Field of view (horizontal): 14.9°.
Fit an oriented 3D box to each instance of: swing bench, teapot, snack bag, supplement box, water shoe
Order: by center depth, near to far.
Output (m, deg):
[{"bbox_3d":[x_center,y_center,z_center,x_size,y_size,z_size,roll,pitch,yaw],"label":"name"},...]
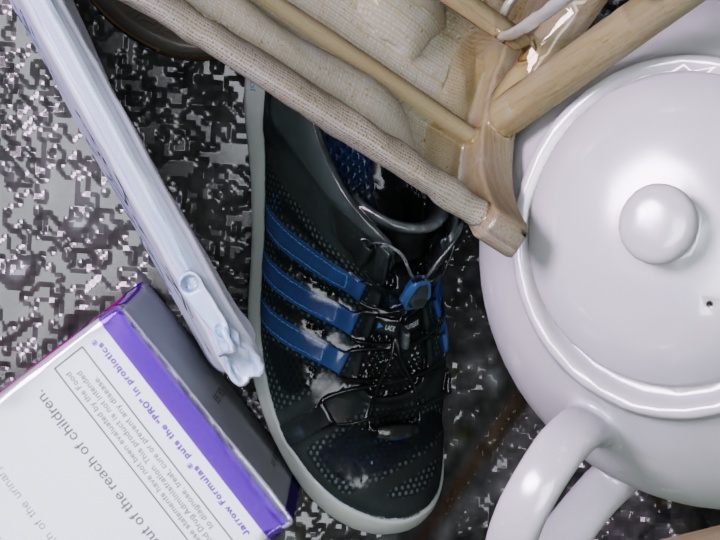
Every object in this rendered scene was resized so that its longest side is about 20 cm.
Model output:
[{"bbox_3d":[0.026,-0.147,0.877,0.198,0.130,0.200,32,118,-24],"label":"swing bench"},{"bbox_3d":[-0.084,-0.049,0.944,0.021,0.200,0.189,-29,92,-5],"label":"snack bag"},{"bbox_3d":[0.118,-0.006,0.950,0.196,0.146,0.201,-17,82,21],"label":"teapot"},{"bbox_3d":[0.000,0.000,0.999,0.071,0.079,0.201,-13,95,-26],"label":"water shoe"},{"bbox_3d":[-0.130,0.106,1.008,0.200,0.101,0.104,-39,93,3],"label":"supplement box"}]

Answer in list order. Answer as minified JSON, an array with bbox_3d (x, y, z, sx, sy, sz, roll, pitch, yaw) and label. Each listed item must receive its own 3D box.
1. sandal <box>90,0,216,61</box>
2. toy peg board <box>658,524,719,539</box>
[{"bbox_3d":[-0.079,-0.175,1.005,0.081,0.055,0.201,-7,95,1],"label":"sandal"},{"bbox_3d":[0.082,0.218,0.989,0.199,0.098,0.200,-14,113,2],"label":"toy peg board"}]
